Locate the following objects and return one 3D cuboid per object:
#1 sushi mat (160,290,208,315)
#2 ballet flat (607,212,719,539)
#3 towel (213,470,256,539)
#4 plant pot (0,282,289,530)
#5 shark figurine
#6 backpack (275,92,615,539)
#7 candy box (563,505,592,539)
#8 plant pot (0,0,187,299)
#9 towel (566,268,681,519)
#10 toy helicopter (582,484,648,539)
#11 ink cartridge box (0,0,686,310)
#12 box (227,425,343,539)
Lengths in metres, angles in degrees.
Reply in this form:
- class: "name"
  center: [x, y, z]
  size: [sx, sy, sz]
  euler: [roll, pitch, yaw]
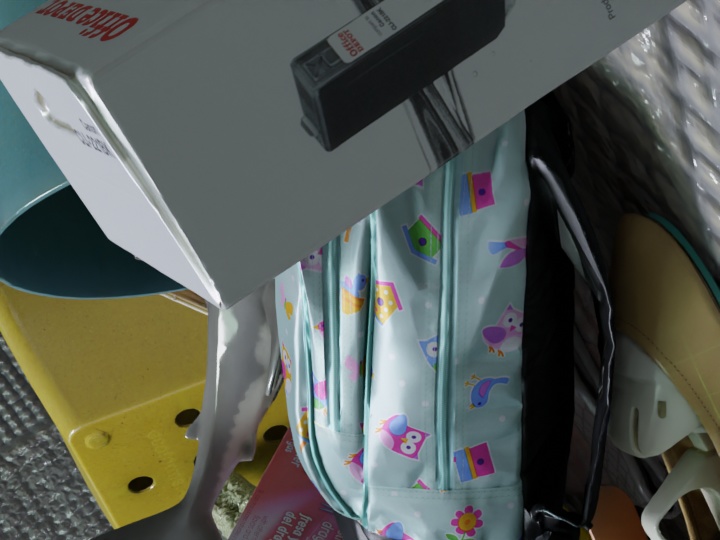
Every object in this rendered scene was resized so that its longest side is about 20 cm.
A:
- class: "sushi mat"
  center: [-0.078, -0.007, 1.269]
  size: [0.200, 0.096, 0.012]
  euler: [22, 128, 21]
- class: "ballet flat"
  center: [0.134, 0.072, 0.912]
  size: [0.200, 0.063, 0.069]
  euler: [62, 165, -22]
- class: "towel"
  center: [-0.020, 0.175, 1.253]
  size: [0.148, 0.036, 0.200]
  euler: [46, 173, -21]
- class: "plant pot"
  center: [-0.111, 0.048, 1.375]
  size: [0.200, 0.200, 0.177]
  euler: [70, 180, -49]
- class: "shark figurine"
  center: [-0.069, 0.028, 1.031]
  size: [0.089, 0.215, 0.128]
  euler: [21, -161, 6]
- class: "backpack"
  center: [0.029, 0.013, 0.908]
  size: [0.167, 0.126, 0.200]
  euler: [-101, 7, -60]
- class: "candy box"
  center: [0.102, 0.136, 1.162]
  size: [0.102, 0.026, 0.200]
  euler: [50, 179, -9]
- class: "plant pot"
  center: [-0.089, -0.097, 1.058]
  size: [0.201, 0.200, 0.161]
  euler: [99, 158, -73]
- class: "towel"
  center: [0.076, 0.028, 1.102]
  size: [0.200, 0.032, 0.191]
  euler: [59, 168, -7]
- class: "toy helicopter"
  center: [0.128, 0.173, 0.992]
  size: [0.200, 0.079, 0.132]
  euler: [35, 145, 11]
- class: "ink cartridge box"
  center: [-0.003, -0.084, 0.711]
  size: [0.084, 0.200, 0.144]
  euler: [61, 168, -18]
- class: "box"
  center: [-0.005, 0.128, 1.069]
  size: [0.094, 0.200, 0.103]
  euler: [23, 121, 4]
